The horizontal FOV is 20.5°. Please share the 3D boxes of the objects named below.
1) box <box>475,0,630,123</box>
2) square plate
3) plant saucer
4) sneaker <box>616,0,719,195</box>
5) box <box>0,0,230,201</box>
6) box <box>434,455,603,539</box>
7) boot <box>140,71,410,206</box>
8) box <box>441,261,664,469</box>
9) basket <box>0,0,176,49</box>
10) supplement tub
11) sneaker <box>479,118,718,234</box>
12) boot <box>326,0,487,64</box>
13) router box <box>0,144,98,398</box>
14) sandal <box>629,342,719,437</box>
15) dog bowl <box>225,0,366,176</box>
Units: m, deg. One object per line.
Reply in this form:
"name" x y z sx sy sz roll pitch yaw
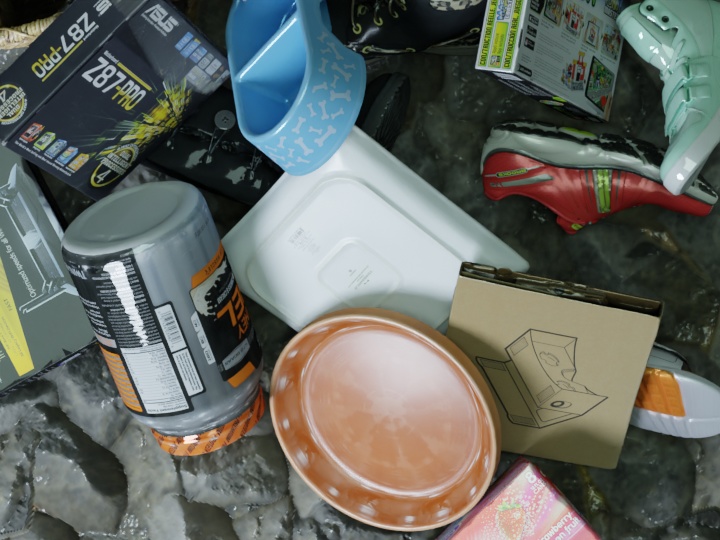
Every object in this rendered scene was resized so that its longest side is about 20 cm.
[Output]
"box" 0.158 -0.191 1.592 0.034 0.200 0.111 9 87 29
"square plate" 0.000 0.000 1.594 0.198 0.029 0.200 37 126 -11
"plant saucer" 0.021 0.119 1.616 0.199 0.032 0.202 11 120 19
"sneaker" 0.248 -0.152 1.619 0.118 0.074 0.201 27 52 0
"box" -0.194 -0.142 1.535 0.161 0.200 0.049 -45 72 1
"box" 0.097 0.256 1.625 0.200 0.095 0.103 -43 88 -1
"boot" -0.077 -0.127 1.657 0.199 0.066 0.166 21 63 15
"box" 0.145 0.080 1.595 0.162 0.201 0.021 11 47 2
"basket" -0.221 -0.270 1.600 0.198 0.149 0.144 -16 95 9
"supplement tub" -0.152 0.040 1.593 0.122 0.123 0.201 -19 117 0
"sneaker" 0.196 -0.069 1.658 0.198 0.077 0.086 13 108 2
"boot" 0.023 -0.222 1.608 0.202 0.154 0.074 -2 78 1
"router box" -0.314 0.000 1.656 0.156 0.052 0.201 -28 88 0
"sandal" 0.211 0.080 1.643 0.205 0.079 0.059 12 51 15
"dog bowl" -0.056 -0.168 1.560 0.049 0.201 0.111 23 130 -35
